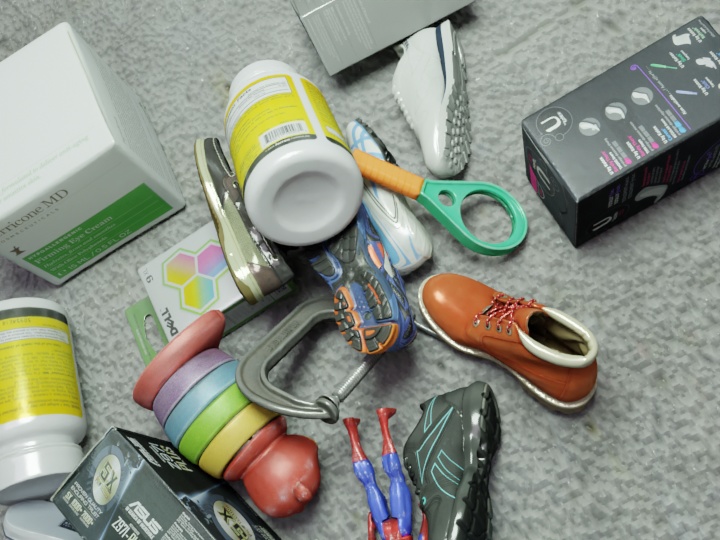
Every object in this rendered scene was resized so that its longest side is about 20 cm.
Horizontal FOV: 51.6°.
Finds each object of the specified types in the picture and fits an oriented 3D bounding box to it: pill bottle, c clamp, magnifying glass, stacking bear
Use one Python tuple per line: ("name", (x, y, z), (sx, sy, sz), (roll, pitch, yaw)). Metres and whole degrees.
("pill bottle", (-0.364, 0.142, 0.813), (0.114, 0.114, 0.201), (-23, 65, 6))
("c clamp", (-0.016, 0.084, 0.733), (0.170, 0.027, 0.200), (28, 44, 26))
("pill bottle", (-0.075, -0.126, 0.746), (0.112, 0.113, 0.200), (-27, 45, 4))
("magnifying glass", (0.081, -0.076, 0.774), (0.199, 0.022, 0.080), (22, 62, -5))
("stacking bear", (-0.120, 0.159, 0.745), (0.200, 0.122, 0.114), (42, 54, 13))

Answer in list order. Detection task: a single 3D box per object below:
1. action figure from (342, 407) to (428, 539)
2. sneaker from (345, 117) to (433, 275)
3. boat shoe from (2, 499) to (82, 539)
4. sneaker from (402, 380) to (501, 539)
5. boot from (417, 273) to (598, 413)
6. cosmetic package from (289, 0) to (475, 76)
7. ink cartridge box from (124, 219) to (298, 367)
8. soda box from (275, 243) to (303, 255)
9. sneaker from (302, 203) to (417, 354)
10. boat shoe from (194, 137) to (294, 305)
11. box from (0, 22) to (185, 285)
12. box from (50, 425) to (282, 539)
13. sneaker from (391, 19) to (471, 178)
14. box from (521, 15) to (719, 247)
("action figure", (0.032, 0.235, 0.705), (0.065, 0.052, 0.201), (-17, 71, 15))
("sneaker", (0.016, -0.084, 0.819), (0.072, 0.072, 0.201), (-27, 62, 13))
("boat shoe", (-0.274, 0.298, 0.763), (0.199, 0.074, 0.066), (17, 105, 16))
("sneaker", (0.079, 0.192, 0.678), (0.079, 0.076, 0.200), (-9, 38, 25))
("boot", (0.138, 0.047, 0.710), (0.200, 0.107, 0.075), (32, 70, 24))
("cosmetic package", (0.026, -0.324, 0.879), (0.199, 0.090, 0.107), (-29, 35, 5))
("ink cartridge box", (-0.182, 0.023, 0.837), (0.199, 0.059, 0.104), (-32, 65, 2))
("soda box", (-0.085, -0.124, 0.864), (0.070, 0.063, 0.201), (-18, 66, 9))
("sneaker", (0.000, 0.000, 0.748), (0.075, 0.078, 0.201), (-31, 59, 23))
("boat shoe", (-0.122, -0.060, 0.785), (0.066, 0.072, 0.202), (-20, 64, -5))
("box", (-0.354, -0.132, 0.882), (0.198, 0.171, 0.201), (-31, 65, 3))
("box", (-0.156, 0.250, 0.688), (0.200, 0.164, 0.086), (38, 84, 25))
("sneaker", (0.077, -0.188, 0.845), (0.080, 0.076, 0.201), (-9, 60, 20))
("box", (0.271, -0.132, 0.734), (0.199, 0.122, 0.106), (-30, 65, 3))
